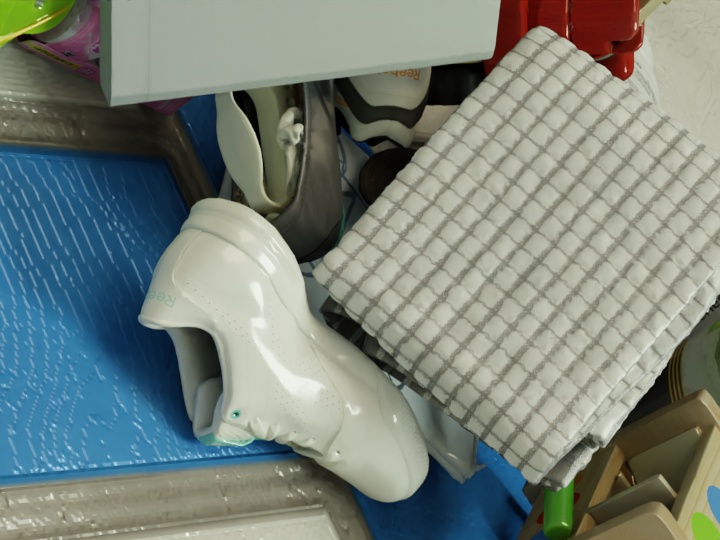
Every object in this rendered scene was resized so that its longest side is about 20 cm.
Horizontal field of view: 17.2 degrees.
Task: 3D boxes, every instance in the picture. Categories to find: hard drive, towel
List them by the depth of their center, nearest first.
[{"bbox_3d":[-0.026,-0.150,1.149,0.199,0.132,0.026,-8,40,-16],"label":"hard drive"},{"bbox_3d":[0.092,-0.003,1.221,0.165,0.086,0.200,39,72,6],"label":"towel"}]

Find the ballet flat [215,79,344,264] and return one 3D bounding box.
[{"bbox_3d":[-0.048,-0.103,1.222,0.073,0.073,0.201,8,73,-53],"label":"ballet flat"}]

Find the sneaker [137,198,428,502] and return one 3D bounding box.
[{"bbox_3d":[-0.044,0.062,1.179,0.200,0.075,0.089,52,58,-30],"label":"sneaker"}]

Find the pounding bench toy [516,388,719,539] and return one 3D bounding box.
[{"bbox_3d":[0.131,0.141,1.263,0.200,0.124,0.156,56,28,-9],"label":"pounding bench toy"}]

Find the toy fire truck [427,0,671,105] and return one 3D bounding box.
[{"bbox_3d":[0.136,-0.159,1.372,0.176,0.199,0.129,-15,105,-76],"label":"toy fire truck"}]

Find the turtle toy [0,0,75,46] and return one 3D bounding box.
[{"bbox_3d":[-0.196,-0.152,1.113,0.101,0.146,0.200,43,22,25],"label":"turtle toy"}]

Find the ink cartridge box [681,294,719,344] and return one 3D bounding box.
[{"bbox_3d":[0.225,0.038,1.524,0.200,0.117,0.067,47,32,3],"label":"ink cartridge box"}]

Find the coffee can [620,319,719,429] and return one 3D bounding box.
[{"bbox_3d":[0.241,0.096,1.414,0.146,0.200,0.147,37,33,-29],"label":"coffee can"}]

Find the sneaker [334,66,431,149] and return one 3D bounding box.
[{"bbox_3d":[-0.009,-0.112,1.309,0.073,0.080,0.200,6,8,-12],"label":"sneaker"}]

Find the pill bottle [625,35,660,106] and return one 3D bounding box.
[{"bbox_3d":[0.134,-0.090,1.540,0.113,0.113,0.200,45,30,-16],"label":"pill bottle"}]

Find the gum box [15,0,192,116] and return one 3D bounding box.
[{"bbox_3d":[-0.137,-0.187,1.287,0.113,0.066,0.201,22,43,-45],"label":"gum box"}]

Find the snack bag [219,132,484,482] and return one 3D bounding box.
[{"bbox_3d":[0.000,0.000,1.328,0.200,0.021,0.189,41,33,-23],"label":"snack bag"}]

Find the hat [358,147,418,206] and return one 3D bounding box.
[{"bbox_3d":[0.102,-0.049,1.341,0.200,0.081,0.201,21,20,-8],"label":"hat"}]
